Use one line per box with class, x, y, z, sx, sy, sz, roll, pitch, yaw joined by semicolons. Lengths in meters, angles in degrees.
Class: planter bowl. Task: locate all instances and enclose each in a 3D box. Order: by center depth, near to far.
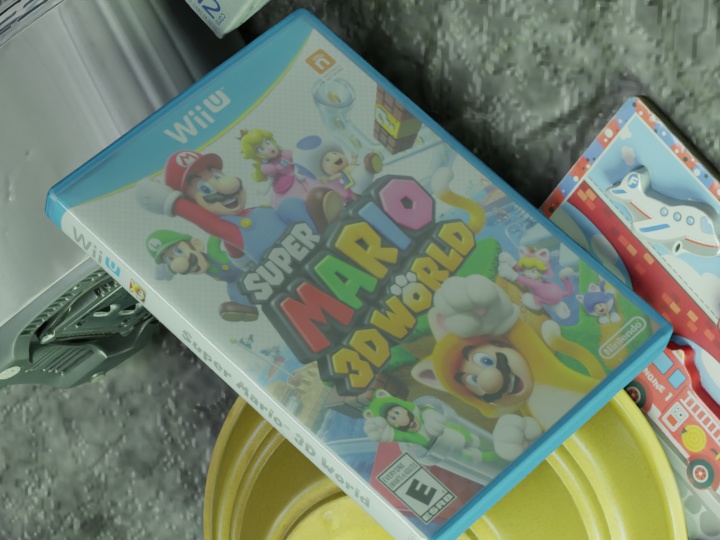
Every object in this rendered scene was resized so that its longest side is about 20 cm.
planter bowl;0.020;0.116;1.082;0.199;0.083;0.202;4;103;17

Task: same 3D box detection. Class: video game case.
video game case;0.000;0.000;1.067;0.200;0.143;0.018;41;148;17

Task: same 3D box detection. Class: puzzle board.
puzzle board;0.126;0.055;1.089;0.200;0.017;0.151;49;121;18

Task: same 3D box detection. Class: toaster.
toaster;-0.107;-0.046;1.173;0.200;0.113;0.130;-36;76;27

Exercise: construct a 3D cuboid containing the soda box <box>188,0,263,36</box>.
soda box;-0.089;-0.194;1.109;0.200;0.068;0.063;48;150;0
